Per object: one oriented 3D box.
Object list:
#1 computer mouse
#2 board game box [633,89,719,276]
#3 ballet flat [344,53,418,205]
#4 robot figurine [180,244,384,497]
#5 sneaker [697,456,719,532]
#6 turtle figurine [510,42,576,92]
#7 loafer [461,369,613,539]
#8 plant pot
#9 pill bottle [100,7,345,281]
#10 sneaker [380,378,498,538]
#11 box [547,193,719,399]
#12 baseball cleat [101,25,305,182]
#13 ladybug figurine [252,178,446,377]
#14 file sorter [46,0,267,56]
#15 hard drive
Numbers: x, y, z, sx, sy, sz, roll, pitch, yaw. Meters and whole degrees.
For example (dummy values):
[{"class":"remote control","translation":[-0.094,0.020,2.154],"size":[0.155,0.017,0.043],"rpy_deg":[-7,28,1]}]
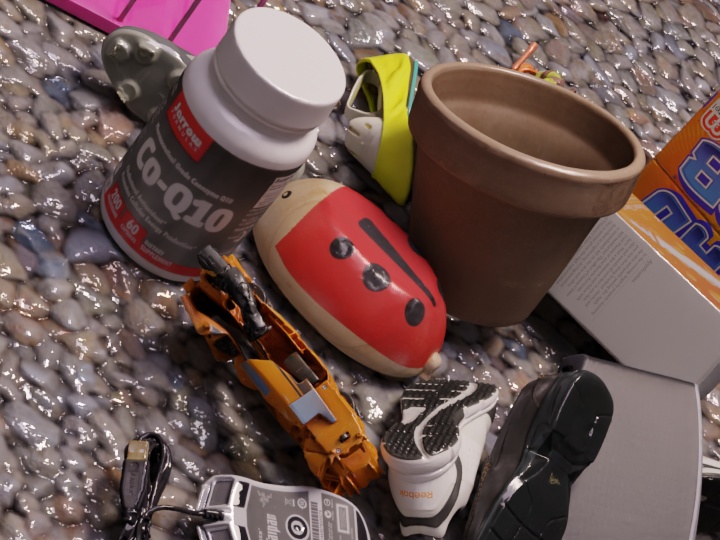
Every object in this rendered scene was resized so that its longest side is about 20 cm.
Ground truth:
[{"class":"computer mouse","translation":[-0.082,0.180,1.296],"size":[0.199,0.044,0.111],"rpy_deg":[18,52,-30]},{"class":"board game box","translation":[0.393,-0.057,1.851],"size":[0.200,0.200,0.199],"rpy_deg":[50,37,12]},{"class":"ballet flat","translation":[0.018,-0.129,1.706],"size":[0.066,0.067,0.201],"rpy_deg":[9,40,-7]},{"class":"robot figurine","translation":[-0.062,0.071,1.379],"size":[0.200,0.058,0.145],"rpy_deg":[49,-8,22]},{"class":"sneaker","translation":[0.262,0.148,1.623],"size":[0.199,0.076,0.116],"rpy_deg":[18,44,-26]},{"class":"turtle figurine","translation":[0.199,-0.153,1.886],"size":[0.161,0.064,0.200],"rpy_deg":[38,36,-6]},{"class":"loafer","translation":[0.122,0.166,1.452],"size":[0.073,0.072,0.201],"rpy_deg":[47,63,-28]},{"class":"plant pot","translation":[0.119,-0.053,1.591],"size":[0.198,0.176,0.201],"rpy_deg":[15,26,-7]},{"class":"pill bottle","translation":[-0.103,-0.094,1.427],"size":[0.113,0.200,0.115],"rpy_deg":[24,39,-21]},{"class":"sneaker","translation":[0.060,0.140,1.464],"size":[0.073,0.081,0.200],"rpy_deg":[1,17,19]},{"class":"box","translation":[0.250,0.018,1.685],"size":[0.200,0.098,0.124],"rpy_deg":[45,17,15]},{"class":"baseball cleat","translation":[-0.129,-0.143,1.581],"size":[0.200,0.070,0.107],"rpy_deg":[40,27,-18]},{"class":"ladybug figurine","translation":[0.000,0.000,1.535],"size":[0.200,0.072,0.136],"rpy_deg":[45,35,5]},{"class":"file sorter","translation":[-0.176,-0.283,1.620],"size":[0.199,0.126,0.140],"rpy_deg":[26,39,-20]},{"class":"hard drive","translation":[0.209,0.167,1.508],"size":[0.134,0.042,0.202],"rpy_deg":[15,61,-6]}]
